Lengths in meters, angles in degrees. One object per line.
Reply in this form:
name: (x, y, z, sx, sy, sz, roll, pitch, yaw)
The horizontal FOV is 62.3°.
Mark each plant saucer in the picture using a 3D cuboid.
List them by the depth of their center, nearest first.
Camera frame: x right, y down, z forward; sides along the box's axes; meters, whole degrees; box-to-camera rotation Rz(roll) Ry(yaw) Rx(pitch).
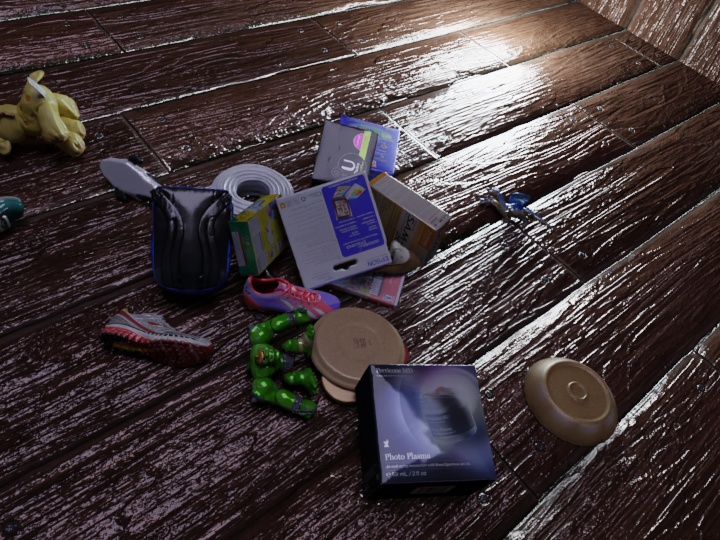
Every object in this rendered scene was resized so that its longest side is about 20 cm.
plant saucer: (0.431, 0.252, 1.201, 0.198, 0.036, 0.201, 8, 48, -8)

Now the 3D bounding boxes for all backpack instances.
backpack: (-0.329, -0.050, 1.189, 0.161, 0.168, 0.202, 0, 81, -11)

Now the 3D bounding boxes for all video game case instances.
video game case: (0.000, 0.000, 1.327, 0.199, 0.018, 0.144, 18, 47, 2)

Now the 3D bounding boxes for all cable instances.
cable: (-0.252, -0.165, 1.373, 0.199, 0.069, 0.200, -30, 61, -34)

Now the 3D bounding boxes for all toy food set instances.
toy food set: (-0.004, 0.156, 1.164, 0.197, 0.049, 0.201, -15, 54, -26)

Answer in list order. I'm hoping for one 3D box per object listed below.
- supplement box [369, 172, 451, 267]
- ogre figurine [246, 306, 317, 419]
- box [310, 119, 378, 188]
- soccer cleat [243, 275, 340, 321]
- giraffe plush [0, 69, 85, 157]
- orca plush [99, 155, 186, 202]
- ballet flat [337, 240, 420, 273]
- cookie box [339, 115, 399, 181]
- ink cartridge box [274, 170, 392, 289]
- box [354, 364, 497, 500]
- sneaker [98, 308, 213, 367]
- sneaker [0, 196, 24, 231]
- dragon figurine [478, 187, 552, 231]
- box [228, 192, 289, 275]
supplement box: (0.098, -0.118, 1.385, 0.199, 0.127, 0.073, 36, 49, 18)
ogre figurine: (-0.144, 0.168, 1.085, 0.119, 0.098, 0.202, 0, 87, -18)
box: (-0.043, -0.220, 1.361, 0.123, 0.200, 0.150, 13, 73, -3)
soccer cleat: (-0.137, 0.053, 1.201, 0.198, 0.077, 0.067, 8, 48, -7)
giraffe plush: (-0.752, -0.336, 1.354, 0.161, 0.200, 0.173, -22, 56, 4)
orca plush: (-0.485, -0.205, 1.348, 0.198, 0.106, 0.071, 10, 12, 8)
ballet flat: (0.046, -0.033, 1.306, 0.198, 0.073, 0.068, 0, 50, -15)
cookie box: (0.007, -0.306, 1.565, 0.170, 0.075, 0.201, 14, 46, -3)
ink cartridge box: (-0.055, -0.082, 1.241, 0.197, 0.201, 0.043, -17, 7, 1)
box: (0.103, 0.272, 1.015, 0.198, 0.124, 0.200, 2, 58, -14)
sneaker: (-0.365, 0.114, 1.086, 0.198, 0.078, 0.083, 15, 45, -2)
sneaker: (-0.747, -0.072, 1.165, 0.080, 0.072, 0.200, 42, 57, 17)
dragon figurine: (0.411, -0.163, 1.554, 0.198, 0.059, 0.100, 10, 47, -4)
box: (-0.201, -0.082, 1.234, 0.048, 0.118, 0.200, -1, 23, 18)
